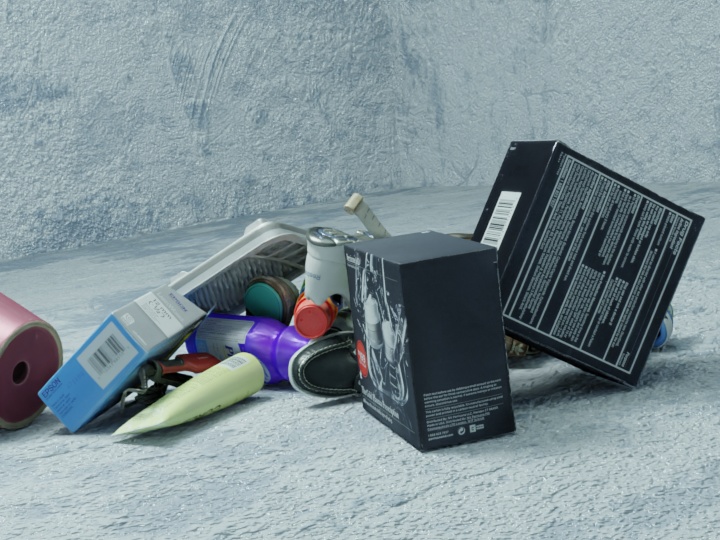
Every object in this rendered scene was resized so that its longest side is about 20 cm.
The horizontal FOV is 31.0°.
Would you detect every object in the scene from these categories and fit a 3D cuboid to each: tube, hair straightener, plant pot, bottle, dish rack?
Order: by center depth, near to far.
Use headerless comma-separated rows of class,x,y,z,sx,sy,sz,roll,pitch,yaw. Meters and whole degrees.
tube,-0.184,0.144,1.437,0.052,0.058,0.200,36,29,20
hair straightener,-0.216,0.135,1.470,0.041,0.077,0.200,32,8,12
plant pot,-0.454,0.098,1.507,0.178,0.202,0.200,16,17,24
bottle,-0.119,0.096,1.569,0.199,0.084,0.065,4,45,36
dish rack,-0.144,-0.001,1.605,0.199,0.044,0.171,-33,-17,17

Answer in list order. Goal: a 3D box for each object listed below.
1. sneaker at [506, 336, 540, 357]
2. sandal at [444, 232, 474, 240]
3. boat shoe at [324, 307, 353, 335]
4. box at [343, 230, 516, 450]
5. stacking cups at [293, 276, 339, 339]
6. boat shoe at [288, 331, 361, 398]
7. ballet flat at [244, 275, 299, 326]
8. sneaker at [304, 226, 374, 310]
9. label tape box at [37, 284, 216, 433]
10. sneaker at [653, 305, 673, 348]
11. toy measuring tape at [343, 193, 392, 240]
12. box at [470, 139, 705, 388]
sneaker,0.208,0.077,1.598,0.075,0.071,0.199,28,23,27
sandal,0.165,-0.024,1.479,0.198,0.055,0.082,4,-38,-22
boat shoe,0.002,0.083,1.634,0.070,0.064,0.200,-12,11,-23
box,0.065,0.063,1.311,0.103,0.184,0.200,-8,8,-15
stacking cups,-0.046,0.044,1.547,0.060,0.061,0.200,-6,12,2
boat shoe,0.018,0.102,1.459,0.198,0.076,0.060,-10,3,-24
ballet flat,-0.110,0.047,1.626,0.067,0.068,0.200,-46,-10,-31
sneaker,0.000,0.000,1.494,0.074,0.088,0.199,23,12,40
label tape box,-0.263,0.090,1.498,0.143,0.066,0.200,-45,-1,22
sneaker,0.283,0.040,1.548,0.198,0.075,0.082,15,23,-1
toy measuring tape,0.034,0.000,1.440,0.073,0.200,0.074,-35,20,15
box,0.226,-0.008,1.388,0.197,0.201,0.123,25,-3,-19
